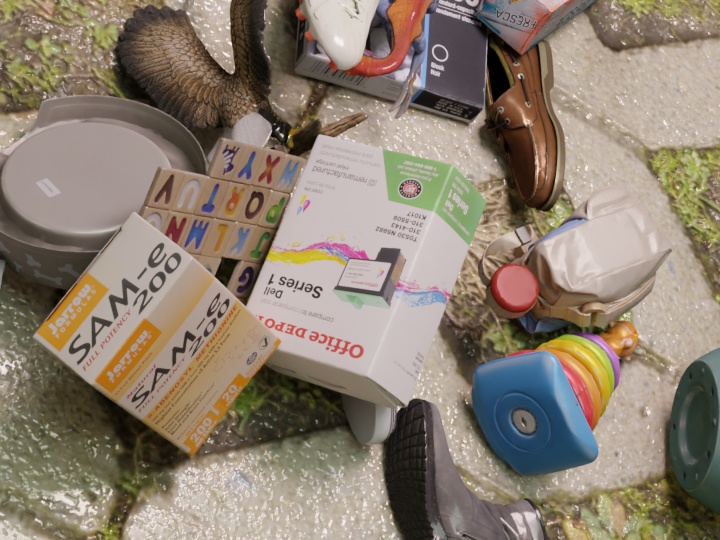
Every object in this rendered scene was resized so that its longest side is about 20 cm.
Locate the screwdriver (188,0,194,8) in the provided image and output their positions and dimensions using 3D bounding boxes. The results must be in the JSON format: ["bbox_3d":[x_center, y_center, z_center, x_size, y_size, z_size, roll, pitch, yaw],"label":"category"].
[{"bbox_3d":[-0.142,-0.335,1.759,0.028,0.029,0.201,20,57,-19],"label":"screwdriver"}]

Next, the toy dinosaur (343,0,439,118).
[{"bbox_3d":[0.029,-0.248,1.693,0.105,0.201,0.182,20,25,-10],"label":"toy dinosaur"}]

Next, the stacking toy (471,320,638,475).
[{"bbox_3d":[0.204,0.097,1.723,0.200,0.110,0.116,-35,103,-45],"label":"stacking toy"}]

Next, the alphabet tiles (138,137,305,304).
[{"bbox_3d":[-0.128,-0.029,1.526,0.008,0.168,0.200,28,9,27],"label":"alphabet tiles"}]

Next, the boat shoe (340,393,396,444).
[{"bbox_3d":[0.017,0.060,1.656,0.066,0.070,0.201,3,61,-25],"label":"boat shoe"}]

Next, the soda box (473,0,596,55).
[{"bbox_3d":[0.197,-0.291,1.864,0.068,0.064,0.200,42,40,8],"label":"soda box"}]

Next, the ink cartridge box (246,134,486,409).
[{"bbox_3d":[0.000,0.000,1.585,0.084,0.144,0.201,42,67,-57],"label":"ink cartridge box"}]

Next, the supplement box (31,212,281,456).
[{"bbox_3d":[-0.157,0.056,1.463,0.073,0.200,0.126,35,84,28],"label":"supplement box"}]

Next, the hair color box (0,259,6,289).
[{"bbox_3d":[-0.392,0.022,1.458,0.199,0.061,0.102,15,63,-20],"label":"hair color box"}]

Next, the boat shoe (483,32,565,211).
[{"bbox_3d":[0.153,-0.147,1.815,0.068,0.072,0.201,11,53,-23],"label":"boat shoe"}]

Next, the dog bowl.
[{"bbox_3d":[-0.228,-0.063,1.535,0.199,0.059,0.201,3,43,-3],"label":"dog bowl"}]

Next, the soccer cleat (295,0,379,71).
[{"bbox_3d":[-0.011,-0.248,1.637,0.069,0.077,0.200,51,20,-28],"label":"soccer cleat"}]

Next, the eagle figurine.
[{"bbox_3d":[-0.116,-0.180,1.656,0.152,0.151,0.200,-33,97,-24],"label":"eagle figurine"}]

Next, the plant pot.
[{"bbox_3d":[0.387,0.154,1.736,0.160,0.201,0.201,7,65,-11],"label":"plant pot"}]

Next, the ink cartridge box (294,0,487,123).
[{"bbox_3d":[0.034,-0.263,1.815,0.197,0.043,0.201,13,62,-22],"label":"ink cartridge box"}]

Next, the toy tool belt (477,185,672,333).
[{"bbox_3d":[0.188,0.008,1.743,0.199,0.123,0.125,-24,79,-25],"label":"toy tool belt"}]

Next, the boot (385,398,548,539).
[{"bbox_3d":[0.099,0.212,1.637,0.131,0.070,0.201,-1,81,-31],"label":"boot"}]
